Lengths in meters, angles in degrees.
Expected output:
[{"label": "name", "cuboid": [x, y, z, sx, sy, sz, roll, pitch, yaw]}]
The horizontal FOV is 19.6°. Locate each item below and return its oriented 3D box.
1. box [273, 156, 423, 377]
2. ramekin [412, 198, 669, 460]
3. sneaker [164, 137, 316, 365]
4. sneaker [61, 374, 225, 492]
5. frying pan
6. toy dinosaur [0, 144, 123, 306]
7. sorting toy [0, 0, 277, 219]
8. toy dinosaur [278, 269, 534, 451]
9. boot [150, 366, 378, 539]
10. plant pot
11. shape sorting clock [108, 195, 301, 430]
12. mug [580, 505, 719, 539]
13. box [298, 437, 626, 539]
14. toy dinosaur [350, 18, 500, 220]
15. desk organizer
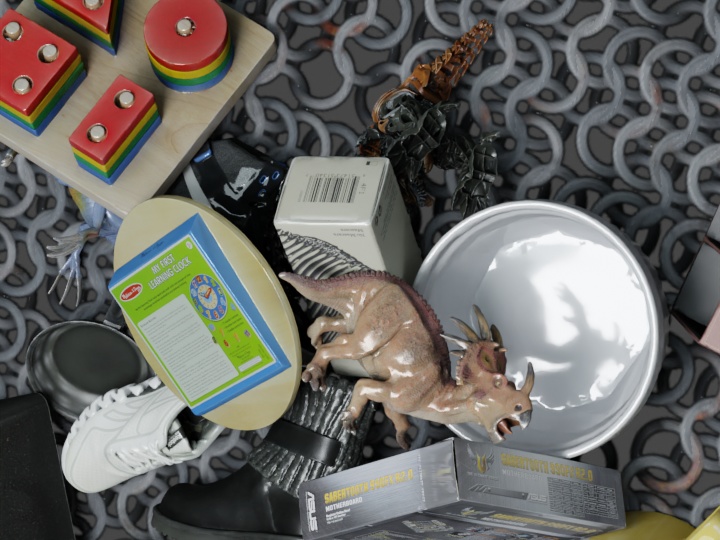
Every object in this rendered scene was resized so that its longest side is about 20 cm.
[{"label": "box", "cuboid": [0.000, 0.000, 1.618, 0.082, 0.200, 0.068, 1, 52, 19]}, {"label": "ramekin", "cuboid": [0.145, 0.042, 1.613, 0.200, 0.105, 0.200, 2, 96, 21]}, {"label": "sneaker", "cuboid": [-0.078, -0.027, 1.710, 0.112, 0.073, 0.200, -44, 85, 10]}, {"label": "sneaker", "cuboid": [-0.172, 0.133, 1.743, 0.200, 0.075, 0.081, -35, 37, 22]}, {"label": "frying pan", "cuboid": [-0.227, 0.054, 1.753, 0.115, 0.031, 0.190, 5, 127, 7]}, {"label": "toy dinosaur", "cuboid": [-0.214, -0.057, 1.755, 0.181, 0.105, 0.200, 34, 93, -6]}, {"label": "sorting toy", "cuboid": [-0.206, -0.174, 1.697, 0.200, 0.070, 0.199, 32, 72, 16]}, {"label": "toy dinosaur", "cuboid": [0.036, 0.054, 1.546, 0.136, 0.086, 0.200, -40, 88, 19]}, {"label": "boot", "cuboid": [-0.077, 0.155, 1.716, 0.211, 0.079, 0.158, 4, 83, 39]}, {"label": "plant pot", "cuboid": [-0.377, 0.228, 1.766, 0.199, 0.177, 0.200, -11, 92, 35]}, {"label": "shape sorting clock", "cuboid": [-0.120, 0.033, 1.628, 0.200, 0.039, 0.200, 25, 134, 30]}, {"label": "mug", "cuboid": [0.202, 0.252, 1.583, 0.149, 0.153, 0.187, 13, 99, 20]}, {"label": "box", "cuboid": [0.078, 0.178, 1.579, 0.158, 0.200, 0.048, -22, 64, 40]}, {"label": "toy dinosaur", "cuboid": [0.038, -0.107, 1.645, 0.136, 0.102, 0.200, 41, 121, 58]}, {"label": "desk organizer", "cuboid": [0.298, -0.036, 1.568, 0.077, 0.072, 0.200, 27, 103, 19]}]
